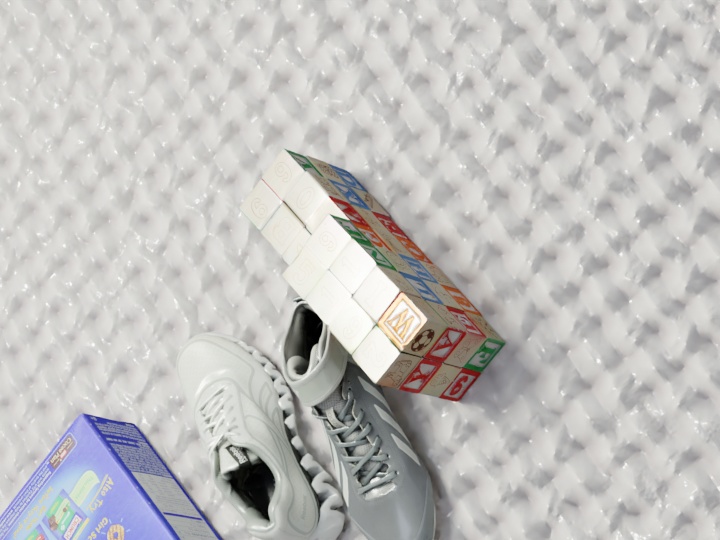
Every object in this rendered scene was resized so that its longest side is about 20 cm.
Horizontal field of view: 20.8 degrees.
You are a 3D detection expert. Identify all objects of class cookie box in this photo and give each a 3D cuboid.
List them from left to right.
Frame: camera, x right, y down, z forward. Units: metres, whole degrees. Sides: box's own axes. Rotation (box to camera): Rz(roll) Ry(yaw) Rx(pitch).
[{"bbox_3d":[-0.191,0.242,1.508,0.171,0.075,0.200,-50,59,15],"label":"cookie box"}]

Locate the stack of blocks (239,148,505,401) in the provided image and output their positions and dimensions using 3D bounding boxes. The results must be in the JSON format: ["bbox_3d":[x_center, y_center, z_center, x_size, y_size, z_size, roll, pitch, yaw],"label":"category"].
[{"bbox_3d":[0.000,0.000,1.404,0.059,0.115,0.200,-51,58,15],"label":"stack of blocks"}]

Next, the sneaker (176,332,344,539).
[{"bbox_3d":[-0.087,0.123,1.460,0.075,0.081,0.201,-46,59,20],"label":"sneaker"}]

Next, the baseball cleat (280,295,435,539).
[{"bbox_3d":[-0.011,0.113,1.395,0.069,0.106,0.201,-30,68,20],"label":"baseball cleat"}]
